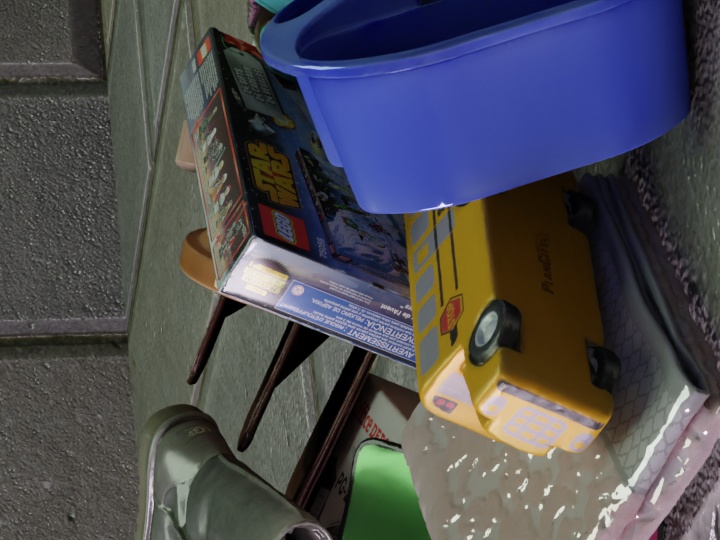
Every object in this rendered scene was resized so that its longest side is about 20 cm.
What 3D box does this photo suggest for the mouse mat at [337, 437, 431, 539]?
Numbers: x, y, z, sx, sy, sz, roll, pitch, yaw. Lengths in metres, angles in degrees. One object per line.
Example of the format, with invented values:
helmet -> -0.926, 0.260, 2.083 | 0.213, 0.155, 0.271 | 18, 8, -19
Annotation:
mouse mat -> 0.037, 0.201, 1.349 | 0.161, 0.008, 0.201 | 15, 97, 43

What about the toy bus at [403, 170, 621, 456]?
toy bus -> 0.065, 0.008, 1.182 | 0.078, 0.065, 0.200 | -50, 28, 33

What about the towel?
towel -> 0.089, 0.074, 1.191 | 0.191, 0.032, 0.200 | -57, 25, 24

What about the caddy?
caddy -> 0.055, -0.108, 1.150 | 0.141, 0.199, 0.105 | -123, 17, -65

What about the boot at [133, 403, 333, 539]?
boot -> -0.065, 0.182, 1.434 | 0.200, 0.072, 0.183 | 32, 136, 53

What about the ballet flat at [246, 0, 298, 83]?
ballet flat -> -0.032, -0.151, 1.265 | 0.200, 0.069, 0.072 | 53, -156, -77

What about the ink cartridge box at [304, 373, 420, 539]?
ink cartridge box -> 0.009, 0.176, 1.482 | 0.201, 0.084, 0.145 | -64, 14, 5

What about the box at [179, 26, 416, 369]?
box -> -0.017, -0.037, 1.306 | 0.040, 0.136, 0.200 | -55, 26, 26

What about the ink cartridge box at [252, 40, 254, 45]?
ink cartridge box -> 0.001, -0.079, 1.566 | 0.200, 0.043, 0.174 | 56, 162, 17

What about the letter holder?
letter holder -> -0.057, 0.071, 1.577 | 0.200, 0.100, 0.143 | -128, 62, -88

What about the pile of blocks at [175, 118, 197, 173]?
pile of blocks -> -0.024, -0.069, 1.439 | 0.082, 0.200, 0.062 | 9, 85, 38

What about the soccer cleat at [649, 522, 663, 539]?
soccer cleat -> 0.096, 0.149, 1.220 | 0.070, 0.086, 0.201 | -147, 57, -77

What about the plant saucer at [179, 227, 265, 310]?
plant saucer -> 0.000, 0.000, 1.408 | 0.200, 0.199, 0.032 | -135, 54, -74
